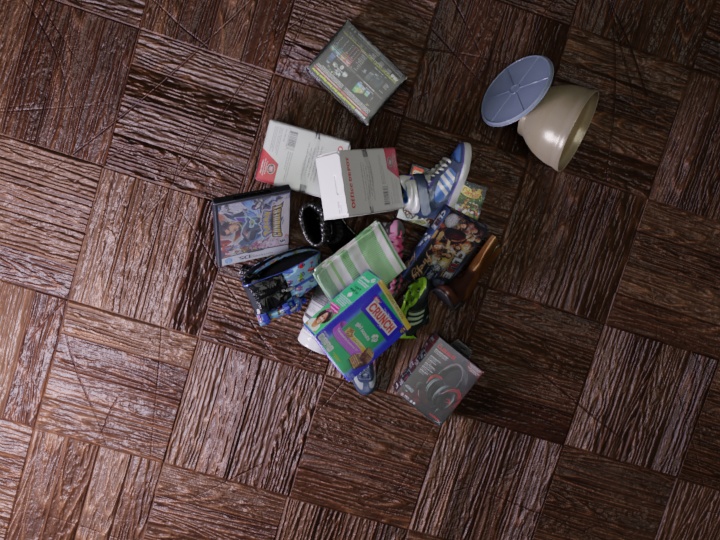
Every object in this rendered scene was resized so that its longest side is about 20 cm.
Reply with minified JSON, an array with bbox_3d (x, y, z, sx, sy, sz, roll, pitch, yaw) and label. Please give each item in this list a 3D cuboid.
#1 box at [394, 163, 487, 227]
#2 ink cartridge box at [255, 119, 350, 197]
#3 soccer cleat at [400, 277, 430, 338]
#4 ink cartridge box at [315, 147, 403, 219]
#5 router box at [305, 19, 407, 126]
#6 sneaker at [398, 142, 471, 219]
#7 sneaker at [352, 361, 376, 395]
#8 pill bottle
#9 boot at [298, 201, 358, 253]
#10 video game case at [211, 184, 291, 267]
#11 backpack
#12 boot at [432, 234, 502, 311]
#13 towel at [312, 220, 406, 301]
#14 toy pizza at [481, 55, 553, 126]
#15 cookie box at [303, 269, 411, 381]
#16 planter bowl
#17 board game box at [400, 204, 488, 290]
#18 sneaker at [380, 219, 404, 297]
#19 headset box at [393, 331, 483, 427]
[{"bbox_3d":[0.199,-0.168,1.751,0.198,0.038,0.138,16,96,-6],"label":"box"},{"bbox_3d":[-0.136,-0.260,1.694,0.198,0.084,0.146,15,95,-5],"label":"ink cartridge box"},{"bbox_3d":[0.140,0.092,1.735,0.080,0.068,0.201,10,133,-16],"label":"soccer cleat"},{"bbox_3d":[0.000,-0.201,1.627,0.199,0.082,0.148,-13,96,-47],"label":"ink cartridge box"},{"bbox_3d":[-0.009,-0.466,1.688,0.200,0.062,0.150,42,92,-8],"label":"router box"},{"bbox_3d":[0.168,-0.224,1.680,0.145,0.081,0.202,16,101,-11],"label":"sneaker"},{"bbox_3d":[0.004,0.220,1.762,0.069,0.082,0.203,-9,98,-4],"label":"sneaker"},{"bbox_3d":[-0.071,0.095,1.727,0.112,0.113,0.202,24,95,-6],"label":"pill bottle"},{"bbox_3d":[-0.061,-0.072,1.673,0.079,0.158,0.212,-37,90,13],"label":"boot"},{"bbox_3d":[-0.251,-0.102,1.650,0.179,0.026,0.201,-13,140,-19],"label":"video game case"},{"bbox_3d":[-0.175,0.025,1.683,0.198,0.182,0.136,-24,102,-9],"label":"backpack"},{"bbox_3d":[0.269,0.004,1.708,0.068,0.188,0.201,41,95,27],"label":"boot"},{"bbox_3d":[0.000,0.000,1.657,0.199,0.023,0.153,-39,116,-12],"label":"towel"},{"bbox_3d":[0.370,-0.417,1.664,0.032,0.200,0.201,34,94,-33],"label":"toy pizza"},{"bbox_3d":[-0.004,0.127,1.642,0.200,0.075,0.172,-41,125,-9],"label":"cookie box"},{"bbox_3d":[0.458,-0.356,1.684,0.134,0.200,0.202,30,94,20],"label":"planter bowl"},{"bbox_3d":[0.202,-0.048,1.714,0.135,0.035,0.201,20,113,-32],"label":"board game box"},{"bbox_3d":[0.056,-0.026,1.751,0.094,0.079,0.203,4,96,17],"label":"sneaker"},{"bbox_3d":[0.201,0.265,1.785,0.148,0.075,0.201,38,93,-7],"label":"headset box"}]
